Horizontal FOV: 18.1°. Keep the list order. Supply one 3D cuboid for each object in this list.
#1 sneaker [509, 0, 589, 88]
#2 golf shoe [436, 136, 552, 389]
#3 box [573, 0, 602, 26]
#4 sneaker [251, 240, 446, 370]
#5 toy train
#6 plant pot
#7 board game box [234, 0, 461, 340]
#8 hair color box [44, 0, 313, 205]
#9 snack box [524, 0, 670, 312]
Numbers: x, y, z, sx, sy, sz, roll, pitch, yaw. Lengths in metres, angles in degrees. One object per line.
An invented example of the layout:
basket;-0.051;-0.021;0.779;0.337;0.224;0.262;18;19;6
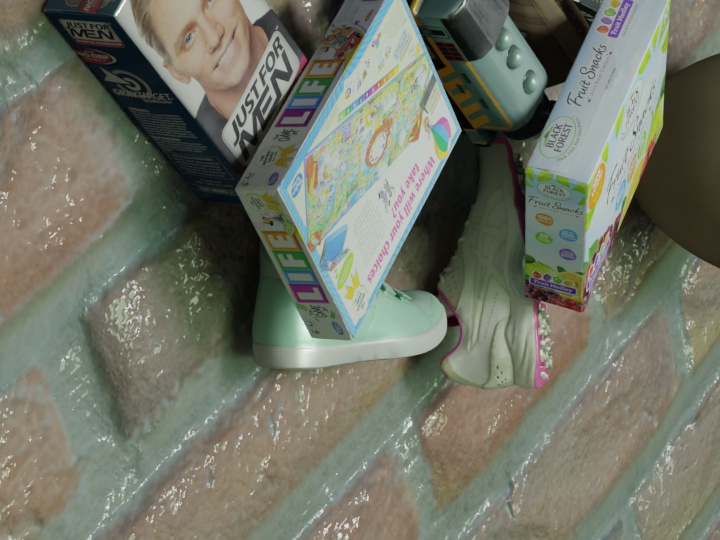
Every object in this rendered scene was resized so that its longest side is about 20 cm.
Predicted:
sneaker;0.100;-0.210;1.670;0.200;0.075;0.071;52;22;-28
golf shoe;0.094;-0.005;1.712;0.075;0.091;0.202;56;28;-65
box;0.183;-0.305;1.785;0.161;0.049;0.202;13;87;-57
sneaker;0.000;0.000;1.578;0.200;0.073;0.119;-8;102;-55
toy train;0.065;-0.156;1.595;0.200;0.113;0.086;51;58;-47
plant pot;0.304;-0.100;1.934;0.200;0.134;0.202;-20;115;-51
board game box;-0.004;-0.074;1.476;0.201;0.034;0.135;-62;140;-37
hair color box;-0.104;-0.136;1.406;0.200;0.060;0.101;51;56;-46
snack box;0.174;-0.092;1.653;0.143;0.053;0.201;83;27;-50
